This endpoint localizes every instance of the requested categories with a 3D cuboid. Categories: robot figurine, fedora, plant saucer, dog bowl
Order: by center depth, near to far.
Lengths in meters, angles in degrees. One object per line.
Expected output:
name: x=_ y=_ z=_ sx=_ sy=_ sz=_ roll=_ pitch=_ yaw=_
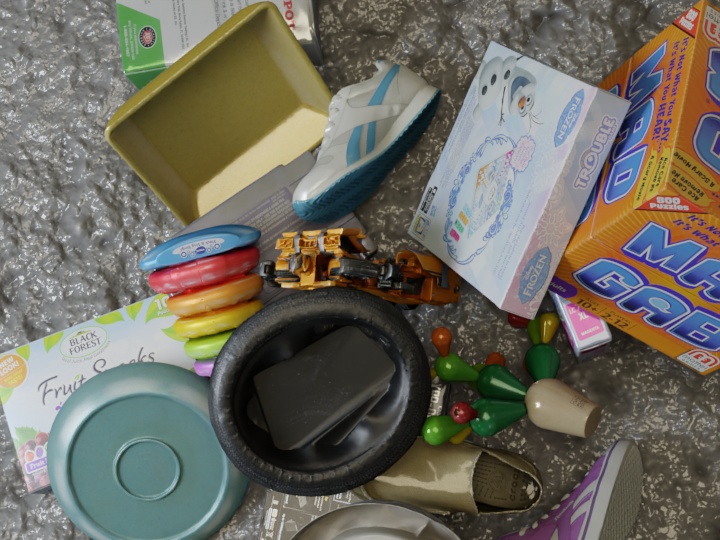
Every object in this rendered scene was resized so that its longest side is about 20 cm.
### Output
dog bowl: x=0.017 y=0.291 z=1.193 sx=0.198 sy=0.059 sz=0.203 roll=1 pitch=97 yaw=7
fedora: x=-0.036 y=0.103 z=1.241 sx=0.198 sy=0.092 sz=0.203 roll=0 pitch=98 yaw=-1
robot figurine: x=0.000 y=0.000 z=1.279 sx=0.144 sy=0.199 sz=0.059 roll=-3 pitch=79 yaw=36
plant saucer: x=-0.204 y=0.187 z=1.327 sx=0.198 sy=0.027 sz=0.202 roll=-1 pitch=106 yaw=-3
plant saucer: x=-0.135 y=-0.153 z=1.349 sx=0.199 sy=0.200 sz=0.049 roll=-38 pitch=53 yaw=-1

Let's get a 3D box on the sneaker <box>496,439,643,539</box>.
sneaker: x=0.186 y=0.234 z=1.282 sx=0.113 sy=0.073 sz=0.201 roll=4 pitch=46 yaw=36

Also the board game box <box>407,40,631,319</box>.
board game box: x=0.135 y=-0.086 z=1.230 sx=0.043 sy=0.199 sz=0.202 roll=18 pitch=102 yaw=-26

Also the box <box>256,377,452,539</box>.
box: x=-0.004 y=0.184 z=1.335 sx=0.156 sy=0.050 sz=0.202 roll=10 pitch=82 yaw=8

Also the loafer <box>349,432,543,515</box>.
loafer: x=0.082 y=0.186 z=1.272 sx=0.198 sy=0.067 sz=0.077 roll=5 pitch=85 yaw=-17

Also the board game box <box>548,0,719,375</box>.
board game box: x=0.299 y=-0.065 z=1.203 sx=0.198 sy=0.200 sz=0.202 roll=27 pitch=59 yaw=-15

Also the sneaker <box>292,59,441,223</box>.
sneaker: x=-0.007 y=-0.126 z=1.362 sx=0.080 sy=0.077 sz=0.200 roll=36 pitch=62 yaw=14

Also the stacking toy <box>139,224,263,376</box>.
stacking toy: x=-0.129 y=0.062 z=1.291 sx=0.115 sy=0.110 sz=0.202 roll=-14 pitch=95 yaw=-3

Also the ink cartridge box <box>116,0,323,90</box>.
ink cartridge box: x=-0.144 y=-0.273 z=1.410 sx=0.198 sy=0.084 sz=0.148 roll=-8 pitch=80 yaw=5

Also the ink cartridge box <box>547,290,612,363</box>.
ink cartridge box: x=0.184 y=-0.015 z=1.310 sx=0.042 sy=0.119 sz=0.202 roll=-20 pitch=78 yaw=5

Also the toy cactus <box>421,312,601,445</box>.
toy cactus: x=0.144 y=0.100 z=1.260 sx=0.164 sy=0.199 sz=0.103 roll=20 pitch=122 yaw=33

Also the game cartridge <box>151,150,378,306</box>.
game cartridge: x=-0.098 y=-0.016 z=1.367 sx=0.199 sy=0.038 sz=0.130 roll=-34 pitch=80 yaw=-12

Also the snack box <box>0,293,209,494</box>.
snack box: x=-0.252 y=0.121 z=1.374 sx=0.198 sy=0.053 sz=0.144 roll=-21 pitch=78 yaw=2
